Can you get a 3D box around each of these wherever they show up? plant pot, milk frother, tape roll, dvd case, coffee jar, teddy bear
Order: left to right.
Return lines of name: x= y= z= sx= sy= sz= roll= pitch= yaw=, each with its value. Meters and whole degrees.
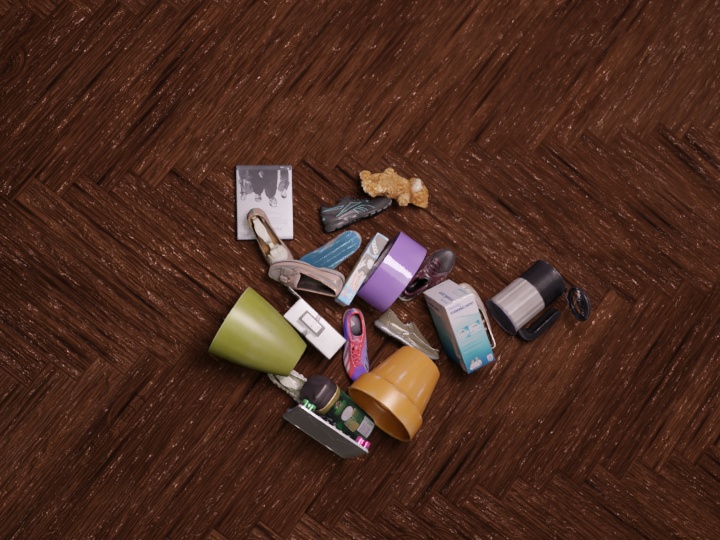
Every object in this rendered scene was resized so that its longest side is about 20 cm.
plant pot: x=-0.241 y=0.172 z=1.528 sx=0.200 sy=0.187 sz=0.188 roll=31 pitch=82 yaw=-3
dvd case: x=-0.256 y=-0.181 z=1.639 sx=0.150 sy=0.025 sz=0.201 roll=-1 pitch=87 yaw=-8
coffee jar: x=-0.060 y=0.349 z=1.548 sx=0.200 sy=0.104 sz=0.085 roll=47 pitch=69 yaw=-25
tape roll: x=0.078 y=0.003 z=1.581 sx=0.085 sy=0.200 sz=0.200 roll=36 pitch=82 yaw=-4
teddy bear: x=0.092 y=-0.227 z=1.643 sx=0.199 sy=0.145 sz=0.067 roll=18 pitch=117 yaw=-1
plant pot: x=0.101 y=0.300 z=1.574 sx=0.200 sy=0.200 sz=0.183 roll=44 pitch=66 yaw=-2
milk frother: x=0.475 y=0.094 z=1.628 sx=0.188 sy=0.200 sz=0.181 roll=-38 pitch=95 yaw=-9

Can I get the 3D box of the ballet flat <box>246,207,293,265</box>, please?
ballet flat: x=-0.236 y=-0.068 z=1.592 sx=0.068 sy=0.067 sz=0.200 roll=-33 pitch=103 yaw=0

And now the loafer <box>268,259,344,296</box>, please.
loafer: x=-0.142 y=0.022 z=1.565 sx=0.199 sy=0.072 sz=0.063 roll=9 pitch=41 yaw=5

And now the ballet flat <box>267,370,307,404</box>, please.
ballet flat: x=-0.158 y=0.309 z=1.592 sx=0.200 sy=0.072 sz=0.072 roll=32 pitch=82 yaw=-5

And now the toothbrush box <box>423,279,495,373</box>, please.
toothbrush box: x=0.253 y=0.142 z=1.591 sx=0.085 sy=0.146 sz=0.201 roll=-26 pitch=108 yaw=-9

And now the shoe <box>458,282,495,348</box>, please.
shoe: x=0.318 y=0.126 z=1.676 sx=0.070 sy=0.053 sz=0.201 roll=-23 pitch=89 yaw=-9

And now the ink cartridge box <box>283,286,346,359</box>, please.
ink cartridge box: x=-0.135 y=0.136 z=1.583 sx=0.200 sy=0.116 sz=0.068 roll=44 pitch=80 yaw=-1

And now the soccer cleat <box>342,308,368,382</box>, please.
soccer cleat: x=-0.012 y=0.199 z=1.615 sx=0.068 sy=0.073 sz=0.201 roll=-4 pitch=86 yaw=-8

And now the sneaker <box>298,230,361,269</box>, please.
sneaker: x=-0.082 y=-0.036 z=1.629 sx=0.200 sy=0.081 sz=0.077 roll=-30 pitch=91 yaw=11

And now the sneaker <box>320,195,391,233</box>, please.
sneaker: x=-0.013 y=-0.168 z=1.646 sx=0.199 sy=0.075 sz=0.080 roll=-21 pitch=86 yaw=-9

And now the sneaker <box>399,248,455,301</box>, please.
sneaker: x=0.187 y=0.011 z=1.636 sx=0.200 sy=0.116 sz=0.076 roll=-41 pitch=91 yaw=-8

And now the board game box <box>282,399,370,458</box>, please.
board game box: x=-0.088 y=0.397 z=1.531 sx=0.200 sy=0.200 sz=0.026 roll=35 pitch=63 yaw=-4

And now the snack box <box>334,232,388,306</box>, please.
snack box: x=0.000 y=0.000 z=1.612 sx=0.037 sy=0.116 sz=0.200 roll=32 pitch=82 yaw=-4

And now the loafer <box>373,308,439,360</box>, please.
loafer: x=0.133 y=0.170 z=1.636 sx=0.200 sy=0.075 sz=0.070 roll=33 pitch=82 yaw=-7
